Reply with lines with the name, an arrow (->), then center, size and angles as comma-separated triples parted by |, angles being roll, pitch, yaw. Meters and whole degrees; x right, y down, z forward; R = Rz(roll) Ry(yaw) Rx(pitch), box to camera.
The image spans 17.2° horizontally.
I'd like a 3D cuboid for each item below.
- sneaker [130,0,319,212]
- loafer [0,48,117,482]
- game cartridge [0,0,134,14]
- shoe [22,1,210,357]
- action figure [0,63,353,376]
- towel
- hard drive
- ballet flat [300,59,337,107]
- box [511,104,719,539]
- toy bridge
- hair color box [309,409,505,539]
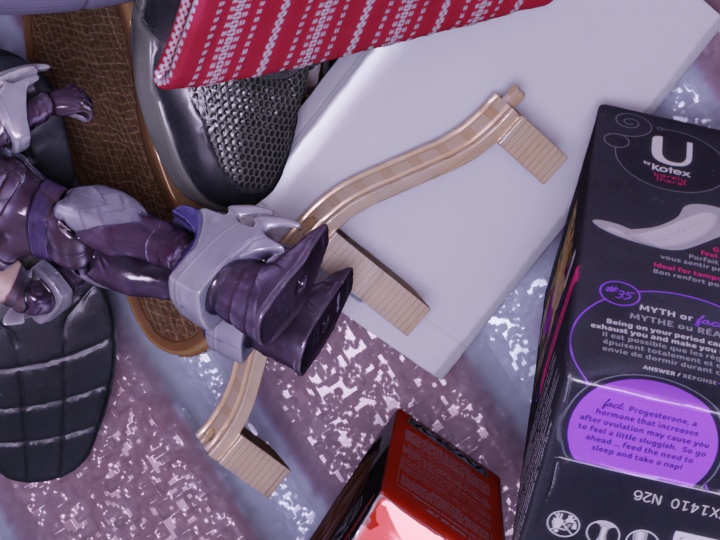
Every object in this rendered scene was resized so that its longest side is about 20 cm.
sneaker -> -0.027, -0.118, 0.926 | 0.076, 0.114, 0.201 | 5, 96, -42
loafer -> -0.149, -0.006, 1.036 | 0.072, 0.072, 0.201 | -8, 114, -15
game cartridge -> -0.164, -0.172, 0.959 | 0.199, 0.040, 0.134 | 4, 84, -15
shoe -> -0.093, -0.062, 1.041 | 0.070, 0.053, 0.201 | -18, 90, 36
action figure -> -0.107, -0.016, 0.937 | 0.199, 0.130, 0.070 | 19, 61, 15
towel -> 0.022, -0.138, 0.870 | 0.023, 0.199, 0.145 | 50, 137, 27
hard drive -> 0.049, -0.065, 1.013 | 0.132, 0.026, 0.200 | 35, 97, -32
ballet flat -> -0.041, -0.139, 1.018 | 0.068, 0.068, 0.201 | -13, 94, 5
box -> 0.134, 0.037, 0.950 | 0.121, 0.200, 0.107 | 13, 125, 1
toy bridge -> 0.000, 0.000, 0.990 | 0.067, 0.027, 0.200 | 38, 96, -32
hair color box -> 0.009, 0.128, 0.972 | 0.061, 0.200, 0.102 | 33, 95, 0
